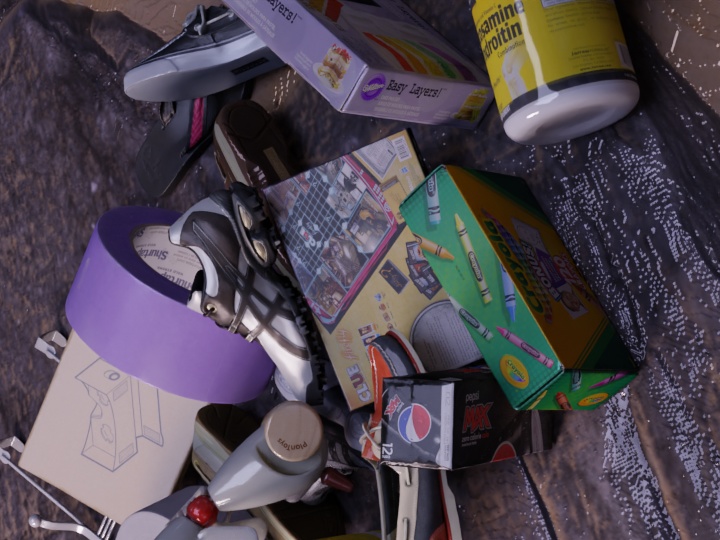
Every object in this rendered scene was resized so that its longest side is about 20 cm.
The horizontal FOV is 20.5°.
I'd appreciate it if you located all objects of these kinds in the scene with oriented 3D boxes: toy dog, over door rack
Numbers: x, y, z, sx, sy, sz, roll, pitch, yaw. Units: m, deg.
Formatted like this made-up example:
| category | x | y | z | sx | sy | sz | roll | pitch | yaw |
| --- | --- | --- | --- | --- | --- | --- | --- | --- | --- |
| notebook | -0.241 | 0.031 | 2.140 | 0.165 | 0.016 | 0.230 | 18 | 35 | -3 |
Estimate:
| category | x | y | z | sx | sy | sz | roll | pitch | yaw |
| --- | --- | --- | --- | --- | --- | --- | --- | --- | --- |
| toy dog | -0.084 | 0.198 | 1.672 | 0.096 | 0.132 | 0.200 | 43 | 106 | 0 |
| over door rack | -0.299 | 0.178 | 2.004 | 0.200 | 0.066 | 0.149 | 41 | 115 | 34 |

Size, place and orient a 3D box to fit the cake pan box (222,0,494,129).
| category | x | y | z | sx | sy | sz | roll | pitch | yaw |
| --- | --- | --- | --- | --- | --- | --- | --- | --- | --- |
| cake pan box | -0.007 | -0.196 | 1.662 | 0.200 | 0.183 | 0.053 | 45 | 114 | 33 |

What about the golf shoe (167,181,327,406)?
| category | x | y | z | sx | sy | sz | roll | pitch | yaw |
| --- | --- | --- | --- | --- | --- | --- | --- | --- | --- |
| golf shoe | -0.094 | 0.030 | 1.673 | 0.094 | 0.078 | 0.202 | -24 | 98 | -3 |

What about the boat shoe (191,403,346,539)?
| category | x | y | z | sx | sy | sz | roll | pitch | yaw |
| --- | --- | --- | --- | --- | --- | --- | --- | --- | --- |
| boat shoe | -0.086 | 0.206 | 1.817 | 0.200 | 0.074 | 0.067 | 47 | 132 | 33 |

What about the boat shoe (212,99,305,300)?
| category | x | y | z | sx | sy | sz | roll | pitch | yaw |
| --- | --- | --- | --- | --- | --- | --- | --- | --- | --- |
| boat shoe | -0.076 | -0.055 | 1.811 | 0.204 | 0.074 | 0.075 | 66 | 151 | 19 |

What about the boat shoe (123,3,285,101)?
| category | x | y | z | sx | sy | sz | roll | pitch | yaw |
| --- | --- | --- | --- | --- | --- | --- | --- | --- | --- |
| boat shoe | -0.128 | -0.212 | 1.817 | 0.198 | 0.073 | 0.069 | -19 | 71 | 20 |

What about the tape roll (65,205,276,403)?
| category | x | y | z | sx | sy | sz | roll | pitch | yaw |
| --- | --- | --- | --- | --- | --- | --- | --- | --- | --- |
| tape roll | -0.158 | 0.028 | 1.787 | 0.200 | 0.199 | 0.086 | 41 | 115 | 34 |

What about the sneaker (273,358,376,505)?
| category | x | y | z | sx | sy | sz | roll | pitch | yaw |
| --- | --- | --- | --- | --- | --- | --- | --- | --- | --- |
| sneaker | -0.010 | 0.164 | 1.743 | 0.199 | 0.075 | 0.115 | 34 | 116 | 39 |

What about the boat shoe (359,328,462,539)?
| category | x | y | z | sx | sy | sz | roll | pitch | yaw |
| --- | --- | --- | --- | --- | --- | --- | --- | --- | --- |
| boat shoe | 0.032 | 0.150 | 1.619 | 0.071 | 0.062 | 0.202 | -164 | 61 | -72 |

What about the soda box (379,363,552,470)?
| category | x | y | z | sx | sy | sz | roll | pitch | yaw |
| --- | --- | --- | --- | --- | --- | --- | --- | --- | --- |
| soda box | 0.087 | 0.114 | 1.563 | 0.063 | 0.199 | 0.072 | 2 | 91 | 28 |

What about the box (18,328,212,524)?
| category | x | y | z | sx | sy | sz | roll | pitch | yaw |
| --- | --- | --- | --- | --- | --- | --- | --- | --- | --- |
| box | -0.226 | 0.133 | 1.912 | 0.162 | 0.021 | 0.202 | 26 | 99 | 16 |

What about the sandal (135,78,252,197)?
| category | x | y | z | sx | sy | sz | roll | pitch | yaw |
| --- | --- | --- | --- | --- | --- | --- | --- | --- | --- |
| sandal | -0.165 | -0.148 | 1.896 | 0.075 | 0.045 | 0.201 | 53 | 123 | 28 |

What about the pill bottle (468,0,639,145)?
| category | x | y | z | sx | sy | sz | roll | pitch | yaw |
| --- | --- | --- | --- | --- | --- | --- | --- | --- | --- |
| pill bottle | 0.143 | -0.209 | 1.573 | 0.112 | 0.111 | 0.202 | -25 | 73 | 39 |

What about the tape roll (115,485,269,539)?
| category | x | y | z | sx | sy | sz | roll | pitch | yaw |
| --- | --- | --- | --- | --- | --- | --- | --- | --- | --- |
| tape roll | -0.141 | 0.301 | 1.820 | 0.200 | 0.066 | 0.202 | 28 | 128 | 42 |

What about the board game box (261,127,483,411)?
| category | x | y | z | sx | sy | sz | roll | pitch | yaw |
| --- | --- | --- | --- | --- | --- | --- | --- | --- | --- |
| board game box | 0.016 | -0.001 | 1.665 | 0.134 | 0.035 | 0.202 | -21 | 92 | 9 |

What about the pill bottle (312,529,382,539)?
| category | x | y | z | sx | sy | sz | roll | pitch | yaw |
| --- | --- | --- | --- | --- | --- | --- | --- | --- | --- |
| pill bottle | -0.028 | 0.280 | 1.671 | 0.111 | 0.199 | 0.113 | 0 | 89 | 41 |

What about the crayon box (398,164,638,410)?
| category | x | y | z | sx | sy | sz | roll | pitch | yaw |
| --- | --- | --- | --- | --- | --- | --- | --- | --- | --- |
| crayon box | 0.125 | 0.015 | 1.583 | 0.058 | 0.118 | 0.201 | -42 | 64 | 27 |
